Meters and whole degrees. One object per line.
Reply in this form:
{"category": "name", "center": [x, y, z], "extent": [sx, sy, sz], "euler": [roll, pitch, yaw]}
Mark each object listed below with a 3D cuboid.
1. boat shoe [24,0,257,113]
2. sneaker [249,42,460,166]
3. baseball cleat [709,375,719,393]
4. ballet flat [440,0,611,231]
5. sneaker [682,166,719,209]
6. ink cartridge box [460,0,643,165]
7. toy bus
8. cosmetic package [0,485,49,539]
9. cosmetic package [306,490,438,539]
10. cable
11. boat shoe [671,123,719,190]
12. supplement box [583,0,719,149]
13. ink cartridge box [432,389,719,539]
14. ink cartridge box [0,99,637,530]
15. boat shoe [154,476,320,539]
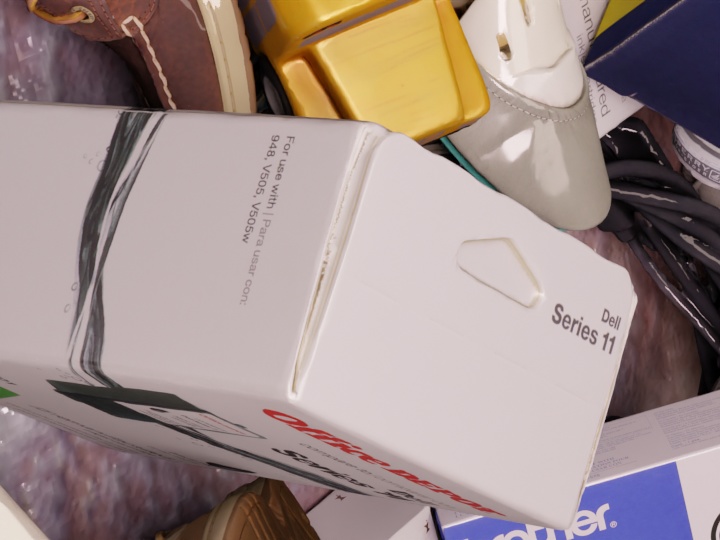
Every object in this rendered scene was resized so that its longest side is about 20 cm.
{"category": "boat shoe", "center": [-0.090, -0.110, 0.837], "extent": [0.072, 0.072, 0.200], "euler": [-23, 116, -13]}
{"category": "sneaker", "center": [0.000, 0.000, 0.942], "extent": [0.078, 0.090, 0.200], "euler": [-34, 100, -26]}
{"category": "baseball cleat", "center": [0.209, 0.038, 1.079], "extent": [0.200, 0.070, 0.106], "euler": [-49, 150, -12]}
{"category": "ballet flat", "center": [0.029, -0.102, 0.898], "extent": [0.200, 0.064, 0.067], "euler": [51, 41, 4]}
{"category": "sneaker", "center": [0.182, -0.010, 1.158], "extent": [0.076, 0.092, 0.200], "euler": [-35, 143, -36]}
{"category": "ink cartridge box", "center": [0.087, -0.146, 1.016], "extent": [0.200, 0.084, 0.145], "euler": [-36, 121, -42]}
{"category": "toy bus", "center": [-0.022, -0.132, 0.834], "extent": [0.065, 0.078, 0.200], "euler": [-23, 88, -12]}
{"category": "cosmetic package", "center": [-0.094, 0.148, 0.774], "extent": [0.073, 0.103, 0.200], "euler": [-48, 110, -27]}
{"category": "cosmetic package", "center": [-0.040, 0.164, 0.926], "extent": [0.200, 0.051, 0.083], "euler": [-38, 121, -41]}
{"category": "cable", "center": [0.111, 0.029, 1.056], "extent": [0.200, 0.051, 0.163], "euler": [58, 38, -26]}
{"category": "boat shoe", "center": [0.200, -0.093, 1.054], "extent": [0.200, 0.069, 0.057], "euler": [-34, 151, -40]}
{"category": "supplement box", "center": [0.179, -0.143, 0.948], "extent": [0.109, 0.110, 0.200], "euler": [29, 68, -12]}
{"category": "ink cartridge box", "center": [0.133, 0.098, 0.991], "extent": [0.200, 0.044, 0.094], "euler": [-16, 115, -1]}
{"category": "ink cartridge box", "center": [-0.040, 0.011, 0.795], "extent": [0.147, 0.200, 0.083], "euler": [28, 73, -47]}
{"category": "boat shoe", "center": [-0.044, 0.112, 0.829], "extent": [0.071, 0.064, 0.200], "euler": [62, 2, 1]}
